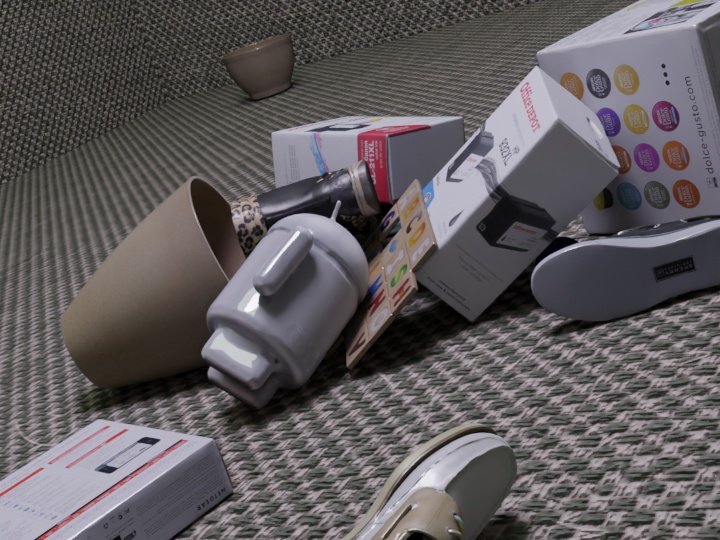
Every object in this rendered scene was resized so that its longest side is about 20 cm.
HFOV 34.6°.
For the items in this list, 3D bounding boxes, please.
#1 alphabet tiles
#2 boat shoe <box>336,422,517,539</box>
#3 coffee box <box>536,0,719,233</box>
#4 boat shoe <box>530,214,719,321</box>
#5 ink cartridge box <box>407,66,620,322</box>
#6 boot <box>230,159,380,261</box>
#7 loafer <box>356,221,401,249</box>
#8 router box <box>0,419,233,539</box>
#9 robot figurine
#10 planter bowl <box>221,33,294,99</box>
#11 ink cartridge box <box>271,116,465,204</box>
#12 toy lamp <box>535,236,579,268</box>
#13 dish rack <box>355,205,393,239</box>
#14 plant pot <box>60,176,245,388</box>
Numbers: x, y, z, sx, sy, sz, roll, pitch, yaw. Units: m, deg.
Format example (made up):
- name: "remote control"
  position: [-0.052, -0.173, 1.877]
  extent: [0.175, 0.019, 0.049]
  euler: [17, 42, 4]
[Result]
- name: "alphabet tiles"
  position: [0.014, 0.011, 1.120]
  extent: [0.168, 0.008, 0.201]
  euler: [-51, 18, 17]
- name: "boat shoe"
  position: [0.034, 0.167, 0.678]
  extent: [0.199, 0.076, 0.068]
  euler: [-38, 30, -30]
- name: "coffee box"
  position: [0.331, -0.167, 1.165]
  extent: [0.199, 0.202, 0.196]
  euler: [-31, 20, -34]
- name: "boat shoe"
  position: [0.244, -0.005, 0.996]
  extent: [0.197, 0.070, 0.057]
  euler: [-11, 13, 6]
- name: "ink cartridge box"
  position: [0.137, -0.075, 1.095]
  extent: [0.200, 0.083, 0.146]
  euler: [-47, 18, 22]
- name: "boot"
  position: [-0.056, -0.057, 1.213]
  extent: [0.149, 0.074, 0.200]
  euler: [-18, -1, -3]
- name: "loafer"
  position: [0.000, 0.000, 1.247]
  extent: [0.198, 0.064, 0.072]
  euler: [-22, -15, 21]
- name: "router box"
  position: [-0.229, 0.194, 0.909]
  extent: [0.178, 0.049, 0.199]
  euler: [-1, 25, 47]
- name: "robot figurine"
  position: [-0.066, 0.029, 1.079]
  extent: [0.112, 0.170, 0.201]
  euler: [29, 64, 14]
- name: "planter bowl"
  position: [-0.261, -0.545, 3.136]
  extent: [0.198, 0.136, 0.201]
  euler: [-18, 17, 6]
- name: "ink cartridge box"
  position: [0.008, -0.137, 1.404]
  extent: [0.198, 0.084, 0.145]
  euler: [8, 19, 43]
- name: "toy lamp"
  position: [0.165, -0.030, 1.168]
  extent: [0.058, 0.059, 0.200]
  euler: [-21, 16, -9]
- name: "dish rack"
  position: [-0.030, -0.041, 1.425]
  extent: [0.199, 0.055, 0.153]
  euler: [-31, 19, -32]
- name: "plant pot"
  position: [-0.207, 0.034, 1.212]
  extent: [0.198, 0.189, 0.188]
  euler: [-30, 15, 10]
